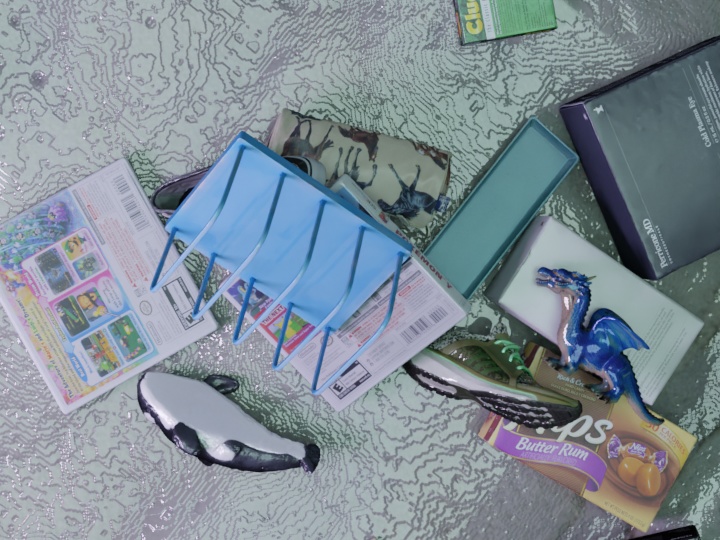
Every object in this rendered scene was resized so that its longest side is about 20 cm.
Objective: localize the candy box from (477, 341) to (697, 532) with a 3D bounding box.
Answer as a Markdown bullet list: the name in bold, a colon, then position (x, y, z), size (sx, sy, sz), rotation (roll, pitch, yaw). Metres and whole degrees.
- **candy box**: position (0.238, 0.174, 1.686), size (0.199, 0.056, 0.117), rotation (30, 89, -9)

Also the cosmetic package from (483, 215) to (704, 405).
- **cosmetic package**: position (0.241, 0.040, 1.665), size (0.199, 0.085, 0.108), rotation (35, 89, -7)

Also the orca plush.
- **orca plush**: position (-0.140, 0.170, 1.646), size (0.198, 0.071, 0.106), rotation (14, 46, -12)

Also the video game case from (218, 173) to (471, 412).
- **video game case**: position (-0.018, 0.026, 1.594), size (0.182, 0.023, 0.200), rotation (46, 125, -7)

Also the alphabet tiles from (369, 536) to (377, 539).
- **alphabet tiles**: position (-0.037, 0.379, 1.684), size (0.199, 0.008, 0.168), rotation (-36, 96, -5)

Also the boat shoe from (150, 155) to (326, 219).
- **boat shoe**: position (-0.123, -0.080, 1.565), size (0.068, 0.198, 0.074), rotation (27, 67, -44)

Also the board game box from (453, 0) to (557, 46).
- **board game box**: position (0.138, -0.342, 1.667), size (0.104, 0.023, 0.202), rotation (-10, 93, -9)

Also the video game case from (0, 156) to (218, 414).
- **video game case**: position (-0.270, 0.015, 1.631), size (0.181, 0.024, 0.201), rotation (-29, 96, -5)

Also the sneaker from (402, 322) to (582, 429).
- **sneaker**: position (0.140, 0.094, 1.630), size (0.199, 0.077, 0.089), rotation (19, 72, 26)

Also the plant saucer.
- **plant saucer**: position (0.143, -0.063, 1.672), size (0.070, 0.019, 0.200), rotation (40, 80, -7)

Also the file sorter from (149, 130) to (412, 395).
- **file sorter**: position (-0.076, 0.002, 1.490), size (0.199, 0.123, 0.139), rotation (33, 127, -16)

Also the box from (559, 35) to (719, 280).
- **box**: position (0.333, -0.118, 1.661), size (0.181, 0.104, 0.201), rotation (-24, 95, -7)

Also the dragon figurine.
- **dragon figurine**: position (0.248, 0.075, 1.597), size (0.199, 0.059, 0.100), rotation (33, 94, -7)

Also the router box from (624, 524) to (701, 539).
- **router box**: position (0.273, 0.363, 1.678), size (0.198, 0.051, 0.150), rotation (-14, 95, 8)

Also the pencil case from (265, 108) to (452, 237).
- **pencil case**: position (-0.007, -0.101, 1.631), size (0.198, 0.078, 0.090), rotation (14, 77, -8)
